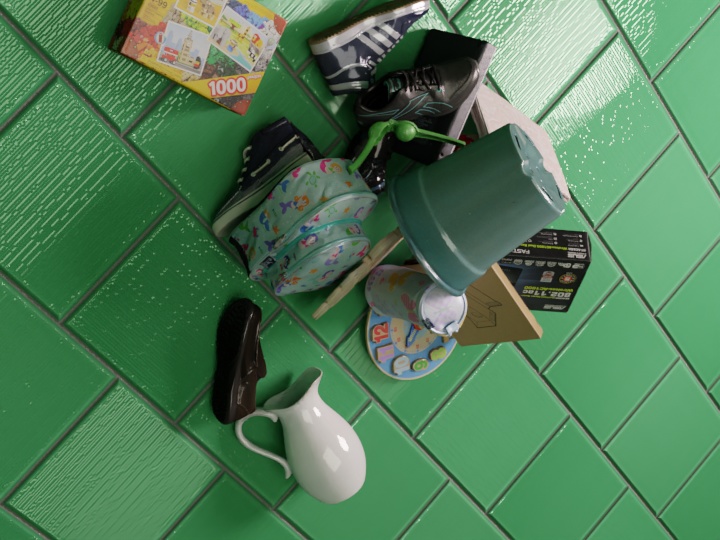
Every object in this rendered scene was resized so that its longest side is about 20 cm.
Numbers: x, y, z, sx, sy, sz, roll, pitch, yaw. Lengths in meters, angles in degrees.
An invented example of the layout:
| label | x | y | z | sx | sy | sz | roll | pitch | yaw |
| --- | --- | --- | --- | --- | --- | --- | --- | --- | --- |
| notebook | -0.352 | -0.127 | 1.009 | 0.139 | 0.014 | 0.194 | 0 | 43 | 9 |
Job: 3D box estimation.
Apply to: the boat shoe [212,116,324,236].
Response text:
| label | x | y | z | sx | sy | sz | roll | pitch | yaw |
| --- | --- | --- | --- | --- | --- | --- | --- | --- | --- |
| boat shoe | -0.153 | -0.140 | 1.623 | 0.199 | 0.075 | 0.093 | -35 | 76 | 7 |

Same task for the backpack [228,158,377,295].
| label | x | y | z | sx | sy | sz | roll | pitch | yaw |
| --- | --- | --- | --- | --- | --- | --- | --- | --- | --- |
| backpack | -0.070 | -0.065 | 1.578 | 0.177 | 0.151 | 0.200 | -8 | 145 | -50 |

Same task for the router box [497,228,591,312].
| label | x | y | z | sx | sy | sz | roll | pitch | yaw |
| --- | --- | --- | --- | --- | --- | --- | --- | --- | --- |
| router box | 0.260 | -0.002 | 1.785 | 0.197 | 0.063 | 0.151 | 4 | 145 | -4 |

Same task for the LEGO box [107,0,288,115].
| label | x | y | z | sx | sy | sz | roll | pitch | yaw |
| --- | --- | --- | --- | --- | --- | --- | --- | --- | --- |
| LEGO box | -0.224 | -0.327 | 1.512 | 0.199 | 0.077 | 0.150 | 24 | 94 | -32 |

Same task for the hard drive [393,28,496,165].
| label | x | y | z | sx | sy | sz | roll | pitch | yaw |
| --- | --- | --- | --- | --- | --- | --- | --- | --- | --- |
| hard drive | 0.117 | -0.265 | 1.680 | 0.033 | 0.139 | 0.202 | 20 | 96 | -39 |

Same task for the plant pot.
| label | x | y | z | sx | sy | sz | roll | pitch | yaw |
| --- | --- | --- | --- | --- | --- | --- | --- | --- | --- |
| plant pot | 0.172 | -0.098 | 1.565 | 0.195 | 0.201 | 0.200 | -31 | 124 | 22 |

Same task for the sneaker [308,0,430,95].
| label | x | y | z | sx | sy | sz | roll | pitch | yaw |
| --- | --- | --- | --- | --- | --- | --- | --- | --- | --- |
| sneaker | 0.026 | -0.333 | 1.650 | 0.198 | 0.070 | 0.110 | -26 | 113 | -13 |

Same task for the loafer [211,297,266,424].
| label | x | y | z | sx | sy | sz | roll | pitch | yaw |
| --- | --- | --- | --- | --- | --- | --- | --- | --- | --- |
| loafer | -0.181 | 0.137 | 1.692 | 0.071 | 0.073 | 0.202 | -1 | 111 | -38 |

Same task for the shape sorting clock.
| label | x | y | z | sx | sy | sz | roll | pitch | yaw |
| --- | --- | --- | --- | --- | --- | --- | --- | --- | --- |
| shape sorting clock | 0.094 | 0.088 | 1.837 | 0.198 | 0.039 | 0.203 | -9 | 110 | -26 |

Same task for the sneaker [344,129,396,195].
| label | x | y | z | sx | sy | sz | roll | pitch | yaw |
| --- | --- | --- | --- | --- | --- | --- | --- | --- | --- |
| sneaker | 0.014 | -0.164 | 1.691 | 0.082 | 0.073 | 0.201 | 38 | 95 | -16 |

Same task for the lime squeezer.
| label | x | y | z | sx | sy | sz | roll | pitch | yaw |
| --- | --- | --- | --- | --- | --- | --- | --- | --- | --- |
| lime squeezer | 0.057 | -0.191 | 1.587 | 0.198 | 0.071 | 0.038 | -15 | 136 | -28 |

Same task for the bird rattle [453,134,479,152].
| label | x | y | z | sx | sy | sz | roll | pitch | yaw |
| --- | --- | --- | --- | --- | --- | --- | --- | --- | --- |
| bird rattle | 0.182 | -0.161 | 1.747 | 0.162 | 0.201 | 0.113 | -4 | 142 | -43 |

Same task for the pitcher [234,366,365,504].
| label | x | y | z | sx | sy | sz | roll | pitch | yaw |
| --- | --- | --- | --- | --- | --- | --- | --- | --- | --- |
| pitcher | -0.093 | 0.282 | 1.762 | 0.170 | 0.121 | 0.202 | -26 | 107 | 4 |

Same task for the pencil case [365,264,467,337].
| label | x | y | z | sx | sy | sz | roll | pitch | yaw |
| --- | --- | --- | --- | --- | --- | --- | --- | --- | --- |
| pencil case | 0.084 | 0.044 | 1.689 | 0.083 | 0.199 | 0.091 | -45 | 115 | -14 |

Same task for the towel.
| label | x | y | z | sx | sy | sz | roll | pitch | yaw |
| --- | --- | --- | --- | --- | --- | --- | --- | --- | --- |
| towel | 0.245 | -0.209 | 1.753 | 0.199 | 0.192 | 0.032 | 31 | 123 | -32 |

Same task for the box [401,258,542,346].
| label | x | y | z | sx | sy | sz | roll | pitch | yaw |
| --- | --- | --- | --- | --- | --- | --- | --- | --- | --- |
| box | 0.181 | 0.046 | 1.771 | 0.200 | 0.162 | 0.021 | 52 | 48 | -31 |

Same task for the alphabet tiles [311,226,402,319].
| label | x | y | z | sx | sy | sz | roll | pitch | yaw |
| --- | --- | --- | --- | --- | --- | --- | --- | --- | --- |
| alphabet tiles | 0.000 | 0.000 | 1.678 | 0.015 | 0.200 | 0.195 | 46 | 37 | 4 |

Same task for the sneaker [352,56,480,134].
| label | x | y | z | sx | sy | sz | roll | pitch | yaw |
| --- | --- | --- | --- | --- | --- | --- | --- | --- | --- |
| sneaker | 0.080 | -0.259 | 1.598 | 0.198 | 0.076 | 0.079 | -25 | 157 | 8 |
